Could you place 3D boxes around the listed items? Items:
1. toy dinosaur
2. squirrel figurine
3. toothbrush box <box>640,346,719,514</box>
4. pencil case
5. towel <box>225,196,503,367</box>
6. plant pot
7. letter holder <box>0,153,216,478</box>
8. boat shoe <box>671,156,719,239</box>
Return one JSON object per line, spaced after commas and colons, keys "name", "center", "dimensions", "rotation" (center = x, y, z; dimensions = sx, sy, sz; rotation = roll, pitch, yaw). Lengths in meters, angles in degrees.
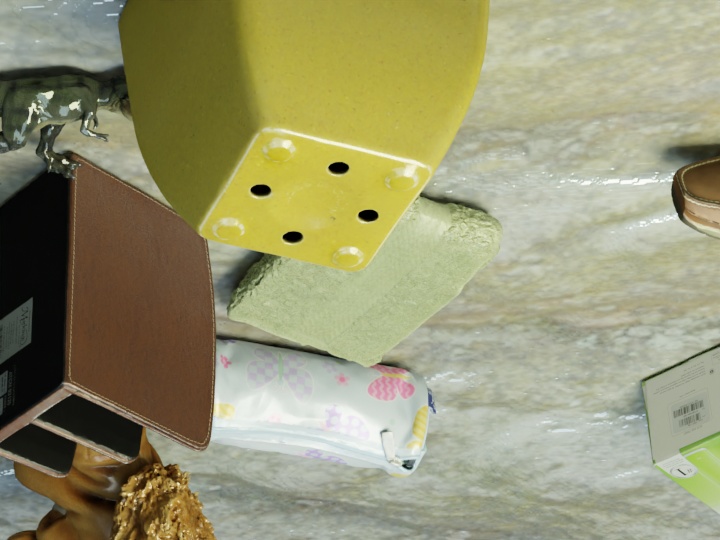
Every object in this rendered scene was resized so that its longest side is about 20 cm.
{"name": "toy dinosaur", "center": [-0.230, -0.101, 1.621], "dimensions": [0.199, 0.048, 0.088], "rotation": [2, 128, -7]}
{"name": "squirrel figurine", "center": [-0.184, 0.169, 1.878], "dimensions": [0.141, 0.200, 0.187], "rotation": [-28, 140, -38]}
{"name": "toothbrush box", "center": [0.348, 0.140, 1.956], "dimensions": [0.145, 0.086, 0.200], "rotation": [-26, 139, 28]}
{"name": "pencil case", "center": [-0.044, 0.112, 1.881], "dimensions": [0.199, 0.091, 0.083], "rotation": [12, 141, -19]}
{"name": "towel", "center": [0.000, 0.000, 1.782], "dimensions": [0.148, 0.037, 0.200], "rotation": [19, 138, -26]}
{"name": "plant pot", "center": [-0.034, -0.116, 1.487], "dimensions": [0.193, 0.201, 0.196], "rotation": [13, 141, -21]}
{"name": "letter holder", "center": [-0.185, 0.044, 1.687], "dimensions": [0.142, 0.201, 0.100], "rotation": [28, 133, -36]}
{"name": "boat shoe", "center": [0.322, -0.070, 1.693], "dimensions": [0.199, 0.076, 0.074], "rotation": [-4, 139, -13]}
